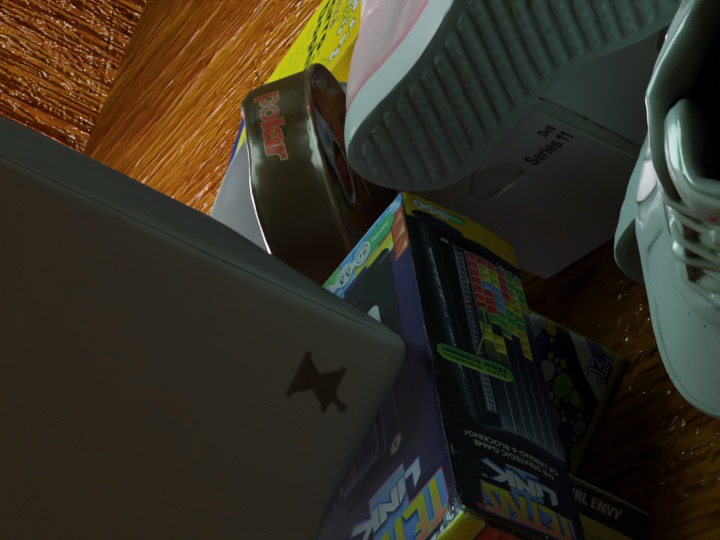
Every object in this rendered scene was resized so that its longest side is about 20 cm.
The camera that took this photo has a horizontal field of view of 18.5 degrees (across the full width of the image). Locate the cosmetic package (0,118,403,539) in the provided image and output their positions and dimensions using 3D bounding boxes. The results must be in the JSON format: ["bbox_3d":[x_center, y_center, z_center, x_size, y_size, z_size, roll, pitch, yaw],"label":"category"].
[{"bbox_3d":[-0.120,0.044,0.762,0.168,0.166,0.200,-64,26,1],"label":"cosmetic package"}]

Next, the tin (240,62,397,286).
[{"bbox_3d":[0.000,0.000,0.933,0.042,0.200,0.112,-21,48,8],"label":"tin"}]

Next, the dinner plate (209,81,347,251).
[{"bbox_3d":[-0.012,0.013,1.021,0.024,0.200,0.201,5,63,30],"label":"dinner plate"}]

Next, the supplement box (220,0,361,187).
[{"bbox_3d":[0.015,-0.079,1.146,0.200,0.109,0.110,-51,18,45],"label":"supplement box"}]

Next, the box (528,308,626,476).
[{"bbox_3d":[0.024,0.108,0.856,0.200,0.070,0.064,-66,18,-5],"label":"box"}]

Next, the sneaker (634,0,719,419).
[{"bbox_3d":[0.108,-0.029,0.634,0.099,0.078,0.200,-51,-32,-49],"label":"sneaker"}]

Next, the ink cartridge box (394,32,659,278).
[{"bbox_3d":[0.101,-0.113,0.939,0.147,0.083,0.200,-37,31,63],"label":"ink cartridge box"}]

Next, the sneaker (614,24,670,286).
[{"bbox_3d":[0.148,-0.086,0.736,0.200,0.074,0.116,-47,24,53],"label":"sneaker"}]

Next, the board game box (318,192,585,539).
[{"bbox_3d":[-0.011,0.098,0.780,0.200,0.057,0.166,-50,30,29],"label":"board game box"}]

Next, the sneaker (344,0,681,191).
[{"bbox_3d":[0.059,-0.120,0.804,0.200,0.075,0.105,-41,36,45],"label":"sneaker"}]

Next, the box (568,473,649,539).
[{"bbox_3d":[0.036,0.169,0.750,0.075,0.050,0.200,-29,38,64],"label":"box"}]
